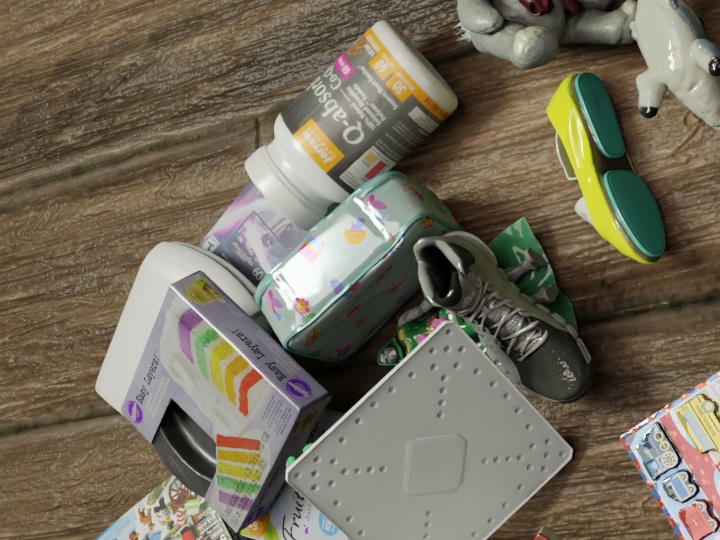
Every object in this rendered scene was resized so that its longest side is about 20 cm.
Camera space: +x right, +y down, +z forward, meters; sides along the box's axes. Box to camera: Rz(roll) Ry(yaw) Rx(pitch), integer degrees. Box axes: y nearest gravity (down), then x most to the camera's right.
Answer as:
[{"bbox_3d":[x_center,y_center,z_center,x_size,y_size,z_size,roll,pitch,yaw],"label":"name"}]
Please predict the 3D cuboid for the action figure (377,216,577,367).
[{"bbox_3d":[0.097,0.047,1.387,0.200,0.055,0.118,-31,72,28],"label":"action figure"}]

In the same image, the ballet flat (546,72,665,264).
[{"bbox_3d":[0.220,-0.085,1.329,0.067,0.067,0.200,-38,62,45],"label":"ballet flat"}]

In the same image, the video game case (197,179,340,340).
[{"bbox_3d":[-0.078,-0.040,1.521,0.200,0.019,0.143,-50,63,17],"label":"video game case"}]

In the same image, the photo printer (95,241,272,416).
[{"bbox_3d":[-0.182,0.079,1.524,0.166,0.069,0.200,34,109,30],"label":"photo printer"}]

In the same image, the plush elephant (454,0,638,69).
[{"bbox_3d":[0.150,-0.282,1.330,0.200,0.164,0.155,22,123,54],"label":"plush elephant"}]

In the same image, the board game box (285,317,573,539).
[{"bbox_3d":[0.062,0.168,1.295,0.200,0.200,0.026,-43,28,1],"label":"board game box"}]

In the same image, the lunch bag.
[{"bbox_3d":[0.000,0.000,1.390,0.200,0.160,0.077,-43,70,13],"label":"lunch bag"}]

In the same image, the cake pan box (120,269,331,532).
[{"bbox_3d":[-0.137,0.130,1.403,0.184,0.052,0.200,45,132,19],"label":"cake pan box"}]

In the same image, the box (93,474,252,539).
[{"bbox_3d":[-0.207,0.312,1.541,0.200,0.038,0.137,-41,65,20],"label":"box"}]

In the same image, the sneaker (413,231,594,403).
[{"bbox_3d":[0.114,0.043,1.280,0.200,0.115,0.075,46,107,22],"label":"sneaker"}]

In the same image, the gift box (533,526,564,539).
[{"bbox_3d":[0.180,0.353,1.224,0.200,0.187,0.185,37,101,9],"label":"gift box"}]

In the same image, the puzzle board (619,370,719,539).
[{"bbox_3d":[0.333,0.189,1.246,0.151,0.017,0.200,-38,67,22],"label":"puzzle board"}]

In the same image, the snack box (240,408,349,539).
[{"bbox_3d":[-0.018,0.213,1.425,0.200,0.053,0.143,8,87,37],"label":"snack box"}]

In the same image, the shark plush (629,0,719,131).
[{"bbox_3d":[0.278,-0.213,1.297,0.091,0.083,0.200,-47,56,39],"label":"shark plush"}]

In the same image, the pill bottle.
[{"bbox_3d":[-0.011,-0.139,1.422,0.200,0.116,0.116,-42,65,10],"label":"pill bottle"}]
